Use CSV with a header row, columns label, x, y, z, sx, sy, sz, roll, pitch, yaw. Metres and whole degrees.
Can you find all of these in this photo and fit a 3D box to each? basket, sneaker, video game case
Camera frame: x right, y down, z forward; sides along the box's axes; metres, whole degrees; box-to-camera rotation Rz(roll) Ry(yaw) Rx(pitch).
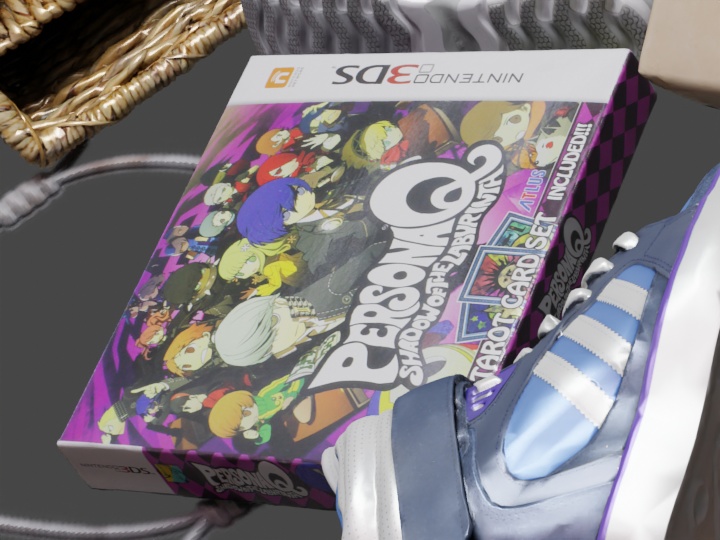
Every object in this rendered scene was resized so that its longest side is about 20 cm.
label,x,y,z,sx,sy,sz,roll,pitch,yaw
basket,-0.123,-0.175,1.267,0.200,0.143,0.149,-34,37,-5
sneaker,0.057,0.039,0.905,0.146,0.081,0.200,2,53,30
sneaker,0.044,-0.106,1.157,0.200,0.075,0.082,6,36,30
video game case,0.000,0.000,1.067,0.181,0.036,0.200,2,53,34

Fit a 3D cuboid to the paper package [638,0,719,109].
label,x,y,z,sx,sy,sz,roll,pitch,yaw
paper package,0.219,-0.131,0.969,0.200,0.103,0.191,12,87,39
